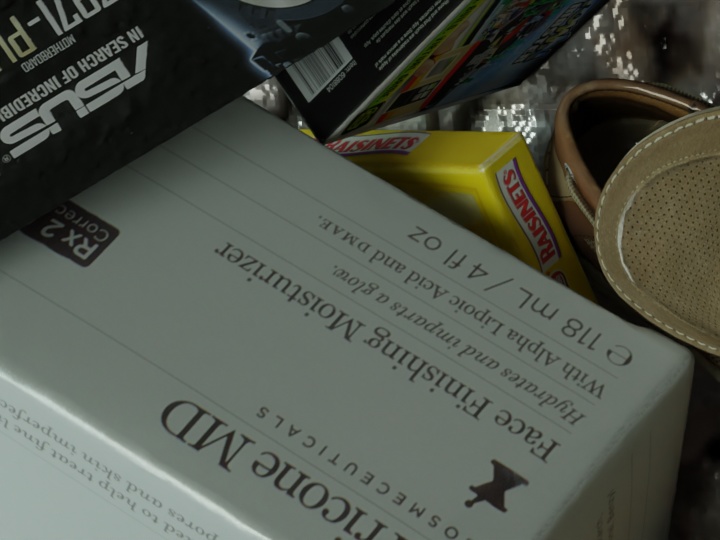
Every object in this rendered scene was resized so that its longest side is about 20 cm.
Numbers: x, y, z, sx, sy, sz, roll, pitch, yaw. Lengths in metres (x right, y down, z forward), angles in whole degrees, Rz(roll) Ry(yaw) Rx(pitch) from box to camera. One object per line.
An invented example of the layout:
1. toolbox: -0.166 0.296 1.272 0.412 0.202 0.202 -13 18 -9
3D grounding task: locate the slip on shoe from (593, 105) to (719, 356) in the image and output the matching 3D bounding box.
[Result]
1. slip on shoe: 0.126 0.000 0.705 0.200 0.060 0.076 16 116 48

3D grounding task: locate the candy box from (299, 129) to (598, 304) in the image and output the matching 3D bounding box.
1. candy box: 0.000 0.000 0.907 0.200 0.026 0.102 4 125 50

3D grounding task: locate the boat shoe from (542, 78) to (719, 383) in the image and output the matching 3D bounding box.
1. boat shoe: 0.131 0.006 0.800 0.200 0.076 0.072 31 164 28

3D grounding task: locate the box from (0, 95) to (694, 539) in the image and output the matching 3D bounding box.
1. box: -0.016 0.074 0.854 0.199 0.131 0.200 31 151 20

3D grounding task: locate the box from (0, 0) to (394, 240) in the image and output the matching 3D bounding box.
1. box: -0.109 -0.099 0.806 0.086 0.200 0.164 58 -179 -38

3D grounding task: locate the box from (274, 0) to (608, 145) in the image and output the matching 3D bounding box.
1. box: 0.068 -0.117 0.808 0.200 0.110 0.035 -44 75 39
